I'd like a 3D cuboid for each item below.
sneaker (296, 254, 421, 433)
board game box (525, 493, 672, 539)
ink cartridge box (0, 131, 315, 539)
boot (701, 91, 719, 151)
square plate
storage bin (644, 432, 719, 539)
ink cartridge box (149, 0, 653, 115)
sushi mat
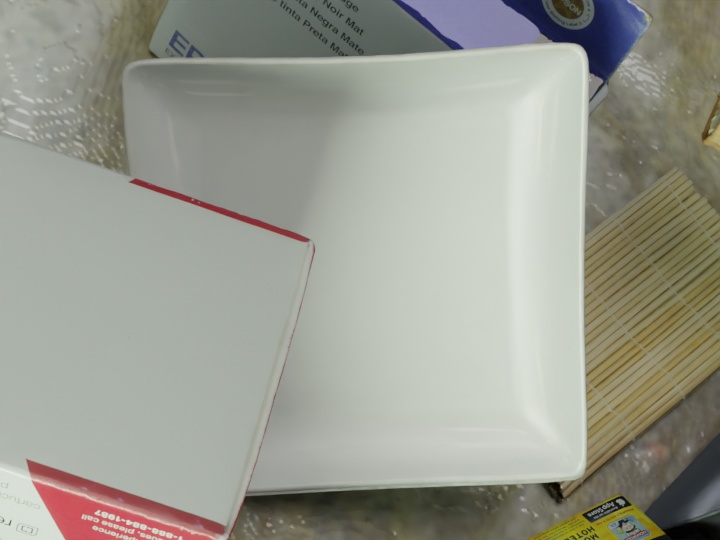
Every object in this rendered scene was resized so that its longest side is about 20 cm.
[{"bbox_3d":[-0.014,0.021,1.140,0.200,0.085,0.075,34,53,0],"label":"sneaker"},{"bbox_3d":[0.090,0.207,1.023,0.199,0.062,0.200,-22,46,-27],"label":"board game box"},{"bbox_3d":[-0.121,0.074,0.981,0.145,0.200,0.145,18,53,-4],"label":"ink cartridge box"},{"bbox_3d":[0.282,-0.079,1.200,0.200,0.066,0.175,29,52,-1],"label":"boot"},{"bbox_3d":[0.000,0.000,1.091,0.197,0.201,0.028,-2,18,-2],"label":"square plate"},{"bbox_3d":[0.229,0.122,1.117,0.146,0.200,0.134,-43,91,-23],"label":"storage bin"},{"bbox_3d":[0.011,-0.108,1.162,0.199,0.200,0.041,39,52,5],"label":"ink cartridge box"},{"bbox_3d":[0.130,0.027,1.245,0.096,0.012,0.200,47,53,11],"label":"sushi mat"}]
